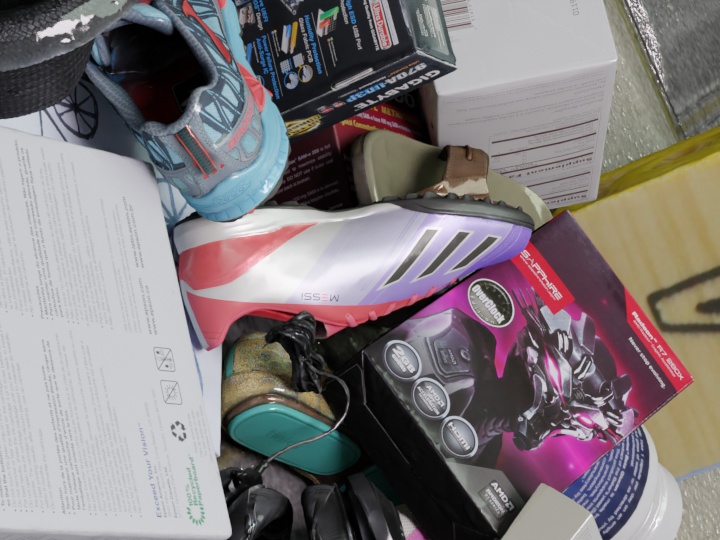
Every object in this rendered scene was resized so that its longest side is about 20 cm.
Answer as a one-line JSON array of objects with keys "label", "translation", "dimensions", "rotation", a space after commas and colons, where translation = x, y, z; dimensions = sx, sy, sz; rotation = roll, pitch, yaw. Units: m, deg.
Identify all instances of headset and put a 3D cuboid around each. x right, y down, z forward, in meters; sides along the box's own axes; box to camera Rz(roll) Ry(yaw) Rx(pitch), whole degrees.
[{"label": "headset", "translation": [-0.036, 0.123, 1.058], "dimensions": [0.094, 0.123, 0.201], "rotation": [83, 12, -54]}]

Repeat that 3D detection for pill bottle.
[{"label": "pill bottle", "translation": [0.113, 0.115, 1.327], "dimensions": [0.200, 0.111, 0.111], "rotation": [37, 42, -41]}]

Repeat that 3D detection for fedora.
[{"label": "fedora", "translation": [-0.180, -0.138, 1.015], "dimensions": [0.092, 0.200, 0.201], "rotation": [90, 7, -48]}]

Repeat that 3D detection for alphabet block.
[{"label": "alphabet block", "translation": [0.264, 0.007, 1.522], "dimensions": [0.201, 0.196, 0.195], "rotation": [66, 15, -4]}]

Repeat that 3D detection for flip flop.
[{"label": "flip flop", "translation": [0.063, -0.042, 1.274], "dimensions": [0.200, 0.057, 0.081], "rotation": [14, 60, -49]}]

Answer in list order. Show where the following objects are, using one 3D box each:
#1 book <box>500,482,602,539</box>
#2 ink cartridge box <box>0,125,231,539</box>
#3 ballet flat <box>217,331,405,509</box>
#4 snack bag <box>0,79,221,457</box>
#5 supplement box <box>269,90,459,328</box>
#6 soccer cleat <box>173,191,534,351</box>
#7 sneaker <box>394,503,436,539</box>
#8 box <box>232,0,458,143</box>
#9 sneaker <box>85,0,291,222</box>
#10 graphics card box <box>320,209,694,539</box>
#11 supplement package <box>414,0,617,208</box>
[{"label": "book", "translation": [0.086, 0.213, 1.156], "dimensions": [0.134, 0.048, 0.200], "rotation": [-50, 152, -17]}, {"label": "ink cartridge box", "translation": [-0.154, 0.030, 0.984], "dimensions": [0.200, 0.043, 0.197], "rotation": [11, 60, -50]}, {"label": "ballet flat", "translation": [-0.006, 0.092, 1.200], "dimensions": [0.200, 0.071, 0.071], "rotation": [37, 43, -41]}, {"label": "snack bag", "translation": [-0.140, -0.015, 1.094], "dimensions": [0.200, 0.021, 0.189], "rotation": [32, 46, -42]}, {"label": "supplement box", "translation": [-0.009, -0.073, 1.300], "dimensions": [0.109, 0.061, 0.201], "rotation": [11, 62, -55]}, {"label": "soccer cleat", "translation": [0.000, 0.000, 1.149], "dimensions": [0.199, 0.068, 0.073], "rotation": [-4, 82, -22]}, {"label": "sneaker", "translation": [-0.004, 0.176, 1.137], "dimensions": [0.088, 0.081, 0.200], "rotation": [50, 40, 14]}, {"label": "box", "translation": [-0.043, -0.179, 1.214], "dimensions": [0.046, 0.159, 0.201], "rotation": [10, 62, -57]}, {"label": "sneaker", "translation": [-0.103, -0.120, 1.104], "dimensions": [0.200, 0.079, 0.096], "rotation": [56, 8, 37]}, {"label": "graphics card box", "translation": [0.084, 0.061, 1.187], "dimensions": [0.200, 0.051, 0.126], "rotation": [-32, 84, -42]}, {"label": "supplement package", "translation": [0.088, -0.121, 1.346], "dimensions": [0.200, 0.109, 0.114], "rotation": [84, -6, -67]}]
